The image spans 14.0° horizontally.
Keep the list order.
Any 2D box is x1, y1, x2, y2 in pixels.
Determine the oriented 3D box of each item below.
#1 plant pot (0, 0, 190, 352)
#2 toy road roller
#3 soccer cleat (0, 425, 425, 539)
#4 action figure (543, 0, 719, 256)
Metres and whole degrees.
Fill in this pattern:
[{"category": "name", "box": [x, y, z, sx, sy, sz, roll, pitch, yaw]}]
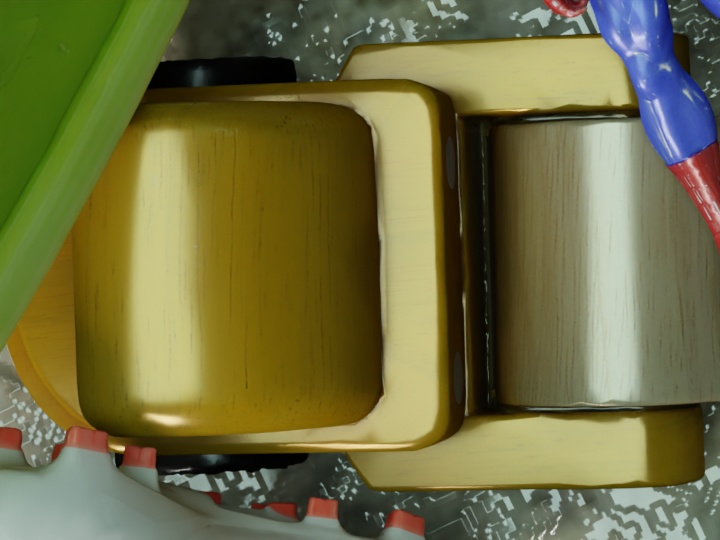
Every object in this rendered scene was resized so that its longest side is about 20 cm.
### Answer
[{"category": "plant pot", "box": [-0.178, -0.086, 0.700, 0.181, 0.199, 0.200, -3, 49, 37]}, {"category": "toy road roller", "box": [0.000, 0.000, 0.782, 0.200, 0.146, 0.123, -2, 91, 13]}, {"category": "soccer cleat", "box": [-0.038, 0.094, 0.774, 0.069, 0.200, 0.078, -1, 76, 39]}, {"category": "action figure", "box": [0.072, -0.088, 0.743, 0.065, 0.052, 0.200, -28, 92, 9]}]
